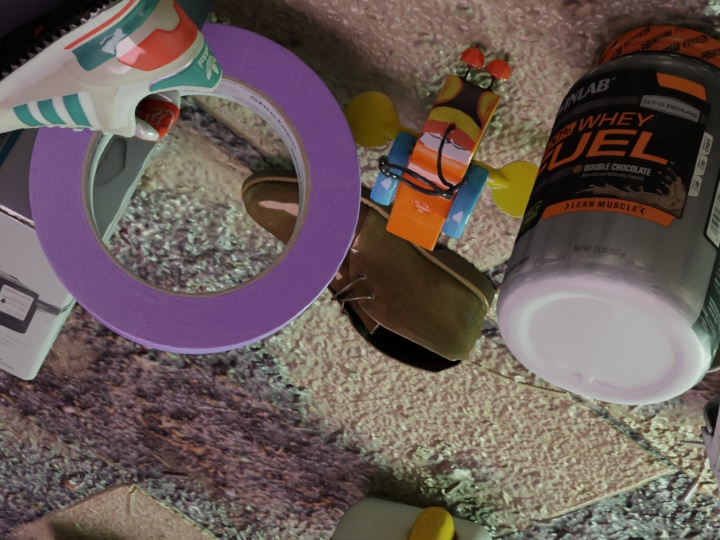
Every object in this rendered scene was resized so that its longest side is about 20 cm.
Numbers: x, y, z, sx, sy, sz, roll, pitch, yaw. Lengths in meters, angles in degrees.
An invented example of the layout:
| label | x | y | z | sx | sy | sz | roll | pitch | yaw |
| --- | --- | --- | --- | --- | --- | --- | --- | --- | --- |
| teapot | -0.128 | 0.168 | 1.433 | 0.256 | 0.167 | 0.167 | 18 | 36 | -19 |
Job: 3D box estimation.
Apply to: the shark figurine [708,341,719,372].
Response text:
| label | x | y | z | sx | sy | sz | roll | pitch | yaw |
| --- | --- | --- | --- | --- | --- | --- | --- | --- | --- |
| shark figurine | 0.225 | 0.012 | 1.200 | 0.214 | 0.128 | 0.090 | 9 | 122 | 46 |

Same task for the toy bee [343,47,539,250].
| label | x | y | z | sx | sy | sz | roll | pitch | yaw |
| --- | --- | --- | --- | --- | --- | --- | --- | --- | --- |
| toy bee | 0.062 | -0.076 | 1.136 | 0.131 | 0.109 | 0.200 | 29 | 171 | -18 |

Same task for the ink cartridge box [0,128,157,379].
| label | x | y | z | sx | sy | sz | roll | pitch | yaw |
| --- | --- | --- | --- | --- | --- | --- | --- | --- | --- |
| ink cartridge box | -0.214 | -0.036 | 1.273 | 0.083 | 0.145 | 0.200 | 28 | 145 | -6 |

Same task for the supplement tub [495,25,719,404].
| label | x | y | z | sx | sy | sz | roll | pitch | yaw |
| --- | --- | --- | --- | --- | --- | --- | --- | --- | --- |
| supplement tub | 0.157 | -0.035 | 1.037 | 0.122 | 0.200 | 0.123 | 14 | 144 | 10 |

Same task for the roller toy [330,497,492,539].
| label | x | y | z | sx | sy | sz | roll | pitch | yaw |
| --- | --- | --- | --- | --- | --- | --- | --- | --- | --- |
| roller toy | 0.041 | 0.292 | 1.561 | 0.140 | 0.200 | 0.182 | 12 | 180 | 12 |

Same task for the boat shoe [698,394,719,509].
| label | x | y | z | sx | sy | sz | roll | pitch | yaw |
| --- | --- | --- | --- | --- | --- | --- | --- | --- | --- |
| boat shoe | 0.276 | 0.110 | 1.304 | 0.067 | 0.074 | 0.200 | 26 | 138 | 18 |

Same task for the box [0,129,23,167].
| label | x | y | z | sx | sy | sz | roll | pitch | yaw |
| --- | --- | --- | --- | --- | --- | --- | --- | --- | --- |
| box | -0.292 | -0.059 | 1.338 | 0.049 | 0.082 | 0.200 | 28 | 145 | -10 |

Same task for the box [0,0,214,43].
| label | x | y | z | sx | sy | sz | roll | pitch | yaw |
| --- | --- | --- | --- | --- | --- | --- | --- | --- | --- |
| box | -0.206 | -0.211 | 1.069 | 0.200 | 0.104 | 0.182 | 2 | 140 | 25 |

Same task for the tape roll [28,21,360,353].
| label | x | y | z | sx | sy | sz | roll | pitch | yaw |
| --- | --- | --- | --- | --- | --- | --- | --- | --- | --- |
| tape roll | -0.101 | -0.049 | 1.134 | 0.200 | 0.200 | 0.066 | 23 | 174 | -3 |

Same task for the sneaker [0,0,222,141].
| label | x | y | z | sx | sy | sz | roll | pitch | yaw |
| --- | --- | --- | --- | --- | --- | --- | --- | --- | --- |
| sneaker | -0.159 | -0.099 | 1.044 | 0.093 | 0.070 | 0.200 | 44 | 137 | -22 |

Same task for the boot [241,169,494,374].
| label | x | y | z | sx | sy | sz | roll | pitch | yaw |
| --- | --- | --- | --- | --- | --- | --- | --- | --- | --- |
| boot | 0.000 | 0.000 | 1.278 | 0.200 | 0.076 | 0.074 | 31 | 146 | -12 |
